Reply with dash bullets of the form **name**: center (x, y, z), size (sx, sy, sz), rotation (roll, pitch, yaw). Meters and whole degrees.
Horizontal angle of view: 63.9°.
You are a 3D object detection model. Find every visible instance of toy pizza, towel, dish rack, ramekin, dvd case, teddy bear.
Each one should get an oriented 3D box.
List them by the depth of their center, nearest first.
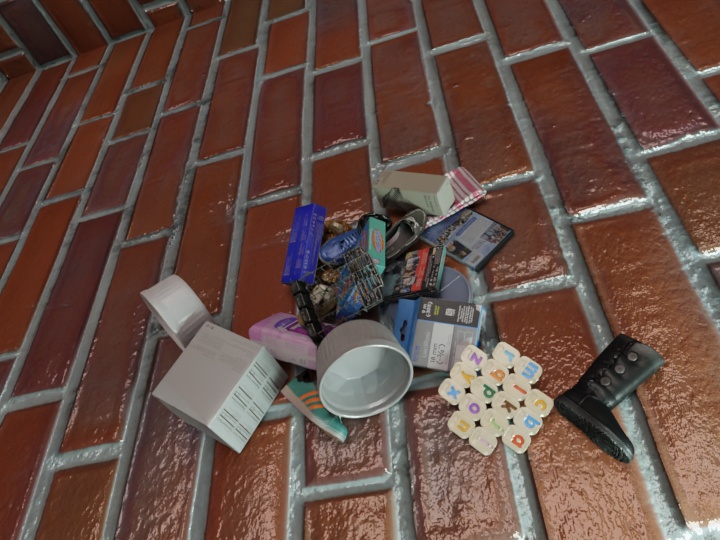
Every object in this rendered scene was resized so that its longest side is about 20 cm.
- **ramekin**: center (0.000, 0.195, 1.186), size (0.198, 0.201, 0.105), rotation (-25, 37, 1)
- **dish rack**: center (-0.046, 0.047, 1.219), size (0.198, 0.055, 0.155), rotation (-29, 64, 10)
- **toy pizza**: center (0.160, 0.075, 1.323), size (0.198, 0.032, 0.202), rotation (-14, 48, 16)
- **dvd case**: center (0.101, 0.011, 1.368), size (0.198, 0.022, 0.147), rotation (-12, 38, 26)
- **dvd case**: center (0.259, -0.089, 1.427), size (0.143, 0.018, 0.199), rotation (-43, 49, -15)
- **ramekin**: center (-0.449, 0.108, 1.442), size (0.097, 0.202, 0.200), rotation (-38, 48, -21)
- **teddy bear**: center (-0.079, -0.056, 1.507), size (0.144, 0.067, 0.201), rotation (21, 63, 31)
- **towel**: center (0.213, -0.194, 1.508), size (0.198, 0.030, 0.147), rotation (-29, 40, 1)

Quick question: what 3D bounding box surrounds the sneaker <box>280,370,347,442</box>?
- **sneaker**: center (-0.087, 0.282, 1.229), size (0.199, 0.072, 0.080), rotation (31, 73, 39)

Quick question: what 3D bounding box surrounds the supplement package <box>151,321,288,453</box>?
- **supplement package**: center (-0.308, 0.257, 1.289), size (0.189, 0.148, 0.201), rotation (16, 60, 32)

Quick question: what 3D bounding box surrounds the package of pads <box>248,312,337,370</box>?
- **package of pads**: center (-0.145, 0.159, 1.323), size (0.198, 0.077, 0.120), rotation (11, 22, 28)

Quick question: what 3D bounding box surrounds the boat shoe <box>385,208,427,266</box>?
- **boat shoe**: center (0.101, -0.084, 1.403), size (0.067, 0.057, 0.200), rotation (40, 70, 9)

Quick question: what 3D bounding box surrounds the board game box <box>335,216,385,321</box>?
- **board game box**: center (0.000, 0.000, 1.342), size (0.044, 0.201, 0.153), rotation (17, 44, -13)

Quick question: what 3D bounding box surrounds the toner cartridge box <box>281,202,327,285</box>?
- **toner cartridge box**: center (-0.143, -0.063, 1.464), size (0.094, 0.043, 0.203), rotation (-5, 71, 54)

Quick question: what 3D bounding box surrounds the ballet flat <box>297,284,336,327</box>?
- **ballet flat**: center (-0.094, 0.068, 1.357), size (0.068, 0.064, 0.200), rotation (14, 23, 5)

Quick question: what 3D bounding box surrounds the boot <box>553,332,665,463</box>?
- **boot**: center (0.482, 0.226, 1.052), size (0.199, 0.066, 0.165), rotation (-36, 50, -15)

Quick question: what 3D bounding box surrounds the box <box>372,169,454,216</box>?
- **box**: center (0.135, -0.200, 1.479), size (0.198, 0.083, 0.069), rotation (12, 55, 37)

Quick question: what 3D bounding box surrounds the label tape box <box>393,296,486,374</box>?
- **label tape box**: center (0.153, 0.135, 1.216), size (0.197, 0.063, 0.146), rotation (6, 79, 23)

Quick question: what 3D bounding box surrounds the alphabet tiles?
- **alphabet tiles**: center (0.258, 0.244, 1.110), size (0.195, 0.015, 0.201), rotation (33, 82, 21)

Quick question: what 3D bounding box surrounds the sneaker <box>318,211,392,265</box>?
- **sneaker**: center (-0.011, -0.083, 1.427), size (0.198, 0.111, 0.078), rotation (-19, 71, -11)
